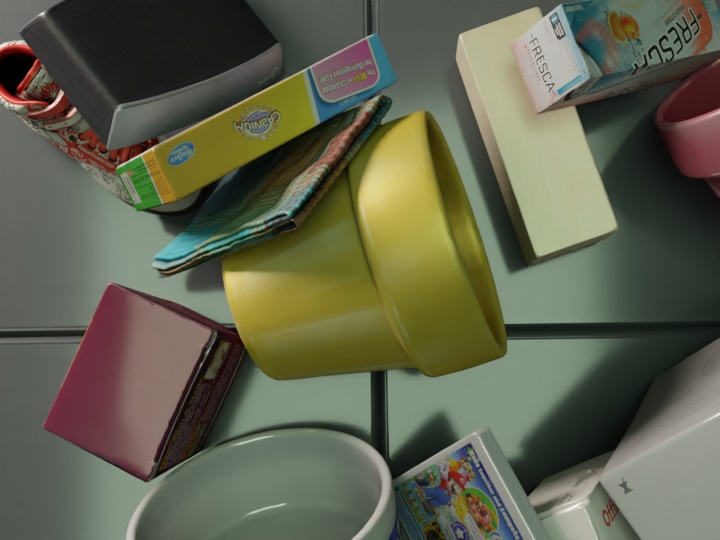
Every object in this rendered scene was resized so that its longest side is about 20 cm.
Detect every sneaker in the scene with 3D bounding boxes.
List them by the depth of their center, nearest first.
[{"bbox_3d":[-0.224,-0.118,0.778,0.200,0.108,0.068,35,84,3],"label":"sneaker"}]

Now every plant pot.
[{"bbox_3d":[0.000,0.000,0.736,0.186,0.201,0.204,-19,84,13],"label":"plant pot"},{"bbox_3d":[0.371,-0.101,0.756,0.199,0.200,0.180,-36,101,-4],"label":"plant pot"}]

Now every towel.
[{"bbox_3d":[-0.074,-0.065,0.719,0.022,0.198,0.147,48,54,-21],"label":"towel"}]

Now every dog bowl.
[{"bbox_3d":[-0.067,0.203,0.682,0.196,0.200,0.080,-12,110,-2],"label":"dog bowl"}]

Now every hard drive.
[{"bbox_3d":[-0.163,-0.189,0.766,0.136,0.042,0.199,51,48,5],"label":"hard drive"}]

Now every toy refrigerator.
[{"bbox_3d":[0.150,-0.114,0.805,0.075,0.070,0.203,-19,83,1],"label":"toy refrigerator"}]

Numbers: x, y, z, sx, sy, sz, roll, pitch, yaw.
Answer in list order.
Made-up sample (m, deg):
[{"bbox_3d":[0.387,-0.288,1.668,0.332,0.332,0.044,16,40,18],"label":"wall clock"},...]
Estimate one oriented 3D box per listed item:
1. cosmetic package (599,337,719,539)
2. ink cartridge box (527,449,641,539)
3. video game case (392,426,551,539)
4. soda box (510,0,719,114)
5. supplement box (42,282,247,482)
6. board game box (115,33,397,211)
[{"bbox_3d":[0.309,0.116,0.677,0.199,0.199,0.124,-40,82,33],"label":"cosmetic package"},{"bbox_3d":[0.198,0.262,0.720,0.082,0.146,0.203,-26,83,27],"label":"ink cartridge box"},{"bbox_3d":[0.067,0.223,0.713,0.018,0.200,0.145,-16,72,-43],"label":"video game case"},{"bbox_3d":[0.222,-0.187,0.769,0.198,0.068,0.065,-19,83,-34],"label":"soda box"},{"bbox_3d":[-0.154,0.083,0.711,0.084,0.200,0.112,24,84,2],"label":"supplement box"},{"bbox_3d":[-0.087,-0.115,0.731,0.198,0.153,0.041,-32,103,-20],"label":"board game box"}]
